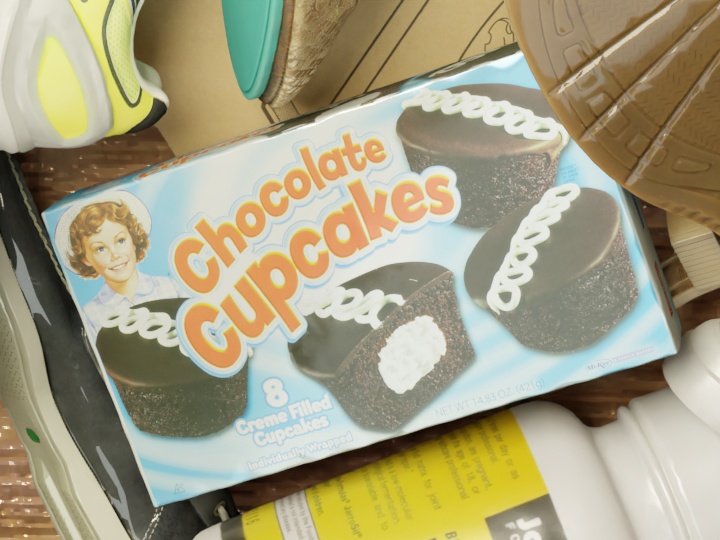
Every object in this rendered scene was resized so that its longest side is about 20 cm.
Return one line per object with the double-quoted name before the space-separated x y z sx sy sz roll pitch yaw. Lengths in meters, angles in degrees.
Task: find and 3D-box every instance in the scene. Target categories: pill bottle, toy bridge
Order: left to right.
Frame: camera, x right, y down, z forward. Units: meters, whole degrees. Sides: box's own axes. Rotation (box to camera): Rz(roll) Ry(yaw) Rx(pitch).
"pill bottle" 0.045 0.115 0.845 0.199 0.111 0.112 -22 118 -1
"toy bridge" 0.045 0.026 0.841 0.199 0.027 0.067 -20 139 16

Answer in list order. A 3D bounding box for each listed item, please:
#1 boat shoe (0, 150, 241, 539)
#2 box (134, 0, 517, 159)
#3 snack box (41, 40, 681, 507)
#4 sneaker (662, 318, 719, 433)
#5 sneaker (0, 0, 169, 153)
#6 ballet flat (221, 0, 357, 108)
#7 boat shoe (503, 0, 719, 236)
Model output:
"boat shoe" -0.106 0.032 0.858 0.067 0.072 0.201 -31 112 -21
"box" 0.024 -0.076 0.796 0.199 0.021 0.164 -23 116 17
"snack box" 0.000 0.000 0.791 0.199 0.037 0.117 -18 100 15
"sneaker" 0.218 0.032 0.820 0.199 0.074 0.116 19 118 -17
"sneaker" -0.094 -0.138 0.742 0.076 0.075 0.201 1 111 -19
"ballet flat" -0.015 -0.134 0.706 0.065 0.071 0.200 -18 141 -14
"boat shoe" 0.118 -0.054 0.749 0.071 0.065 0.200 -39 115 18
